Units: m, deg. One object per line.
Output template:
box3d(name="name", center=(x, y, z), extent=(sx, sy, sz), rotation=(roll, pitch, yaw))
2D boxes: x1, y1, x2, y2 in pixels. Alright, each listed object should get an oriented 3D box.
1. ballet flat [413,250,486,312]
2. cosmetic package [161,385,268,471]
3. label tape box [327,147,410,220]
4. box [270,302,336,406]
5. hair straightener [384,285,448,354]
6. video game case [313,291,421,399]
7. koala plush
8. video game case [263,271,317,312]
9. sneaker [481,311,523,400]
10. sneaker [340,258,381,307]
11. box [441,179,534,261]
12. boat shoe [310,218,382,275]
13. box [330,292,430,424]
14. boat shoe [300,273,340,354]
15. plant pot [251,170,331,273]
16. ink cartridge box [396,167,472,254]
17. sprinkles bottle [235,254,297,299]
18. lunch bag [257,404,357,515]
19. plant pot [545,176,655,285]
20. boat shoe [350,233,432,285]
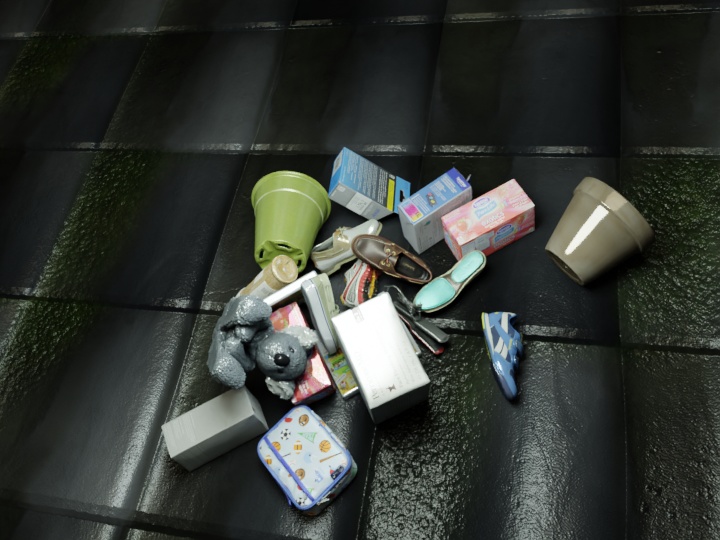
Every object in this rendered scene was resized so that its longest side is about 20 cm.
box3d(name="ballet flat", center=(0.208, 0.034, 1.585), extent=(0.199, 0.062, 0.068), rotation=(-37, 68, -2))
box3d(name="cosmetic package", center=(-0.308, 0.336, 1.498), extent=(0.198, 0.107, 0.091), rotation=(-28, 56, -7))
box3d(name="label tape box", center=(0.024, -0.199, 1.734), extent=(0.198, 0.063, 0.146), rotation=(27, 42, -18))
box3d(name="box", center=(-0.136, 0.185, 1.523), extent=(0.094, 0.100, 0.202), rotation=(-25, 72, -3))
box3d(name="hair straightener", center=(0.121, 0.092, 1.550), extent=(0.041, 0.078, 0.200), rotation=(-18, 53, -40))
box3d(name="video game case", center=(0.011, 0.165, 1.575), extent=(0.198, 0.023, 0.183), rotation=(-28, 57, -5))
box3d(name="koala plush", center=(-0.192, 0.156, 1.411), extent=(0.198, 0.183, 0.180), rotation=(23, 84, -20))
box3d(name="video game case", center=(-0.179, 0.073, 1.577), extent=(0.198, 0.182, 0.023), rotation=(-29, 81, -5))
box3d(name="sneaker", center=(0.308, 0.172, 1.469), extent=(0.081, 0.074, 0.203), rotation=(-10, 58, 5))
box3d(name="sneaker", center=(0.000, 0.000, 1.642), extent=(0.081, 0.078, 0.202), rotation=(-10, 43, 29))
box3d(name="box", center=(0.296, -0.108, 1.624), extent=(0.198, 0.103, 0.095), rotation=(-28, 57, -3))
box3d(name="boat shoe", center=(-0.038, -0.063, 1.641), extent=(0.199, 0.068, 0.075), rotation=(-37, 21, 25))
box3d(name="box", center=(0.042, 0.183, 1.425), extent=(0.129, 0.200, 0.201), rotation=(-24, 71, -5))
box3d(name="boat shoe", center=(-0.073, 0.097, 1.507), extent=(0.061, 0.202, 0.072), rotation=(-25, 38, -13))
box3d(name="plant pot", center=(-0.174, -0.094, 1.652), extent=(0.196, 0.202, 0.192), rotation=(-5, 47, 10))
box3d(name="ink cartridge box", center=(0.192, -0.146, 1.651), extent=(0.198, 0.137, 0.077), rotation=(-32, 60, -7))
box3d(name="sprinkles bottle", center=(-0.218, 0.039, 1.610), extent=(0.199, 0.067, 0.069), rotation=(-38, 41, 45))
box3d(name="lunch bag", center=(-0.111, 0.392, 1.436), extent=(0.160, 0.076, 0.200), rotation=(-41, 58, -10))
box3d(name="plant pot", center=(0.499, -0.071, 1.515), extent=(0.174, 0.200, 0.200), rotation=(-45, 58, 3))
box3d(name="boat shoe", center=(0.074, -0.026, 1.577), extent=(0.197, 0.070, 0.071), rotation=(22, 93, -14))
